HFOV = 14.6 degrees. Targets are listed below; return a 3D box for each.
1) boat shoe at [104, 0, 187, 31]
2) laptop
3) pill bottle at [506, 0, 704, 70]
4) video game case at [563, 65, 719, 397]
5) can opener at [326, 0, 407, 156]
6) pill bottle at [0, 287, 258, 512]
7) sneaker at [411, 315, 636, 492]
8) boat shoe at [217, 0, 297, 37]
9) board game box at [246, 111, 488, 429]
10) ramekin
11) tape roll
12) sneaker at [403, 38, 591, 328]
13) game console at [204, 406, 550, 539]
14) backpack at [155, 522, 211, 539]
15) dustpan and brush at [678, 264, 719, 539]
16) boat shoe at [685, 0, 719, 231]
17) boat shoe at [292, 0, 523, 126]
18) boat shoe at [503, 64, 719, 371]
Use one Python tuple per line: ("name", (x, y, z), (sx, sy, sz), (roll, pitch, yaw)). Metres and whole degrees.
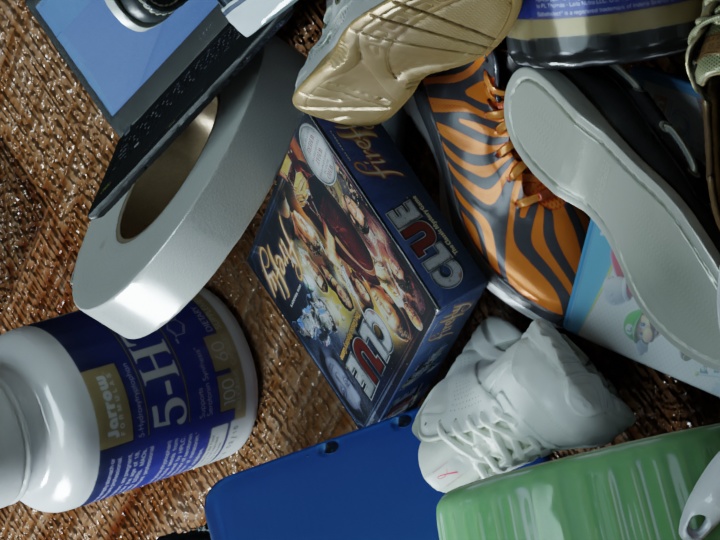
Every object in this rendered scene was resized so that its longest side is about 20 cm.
("boat shoe", (-0.085, -0.221, 1.573), (0.060, 0.201, 0.076), (-7, 142, 41))
("laptop", (-0.122, -0.154, 1.640), (0.103, 0.200, 0.177), (40, 110, -12))
("pill bottle", (0.115, -0.206, 1.372), (0.112, 0.111, 0.201), (5, 107, 51))
("video game case", (0.193, -0.008, 1.386), (0.199, 0.018, 0.144), (24, 104, 43))
("can opener", (0.005, -0.132, 1.601), (0.067, 0.052, 0.201), (-106, 16, -70))
("pill bottle", (-0.175, 0.086, 1.775), (0.119, 0.199, 0.120), (23, 120, 45))
("sneaker", (0.079, 0.083, 1.484), (0.078, 0.099, 0.200), (46, 172, -6))
("boat shoe", (-0.029, -0.196, 1.411), (0.091, 0.071, 0.200), (52, 138, -5))
("board game box", (0.000, 0.000, 1.570), (0.136, 0.034, 0.200), (56, 157, 15))
("ramekin", (0.133, 0.141, 1.414), (0.200, 0.199, 0.098), (-23, 78, 53))
("tape roll", (-0.101, -0.053, 1.657), (0.037, 0.204, 0.203), (32, 146, -19))
("sneaker", (0.082, -0.072, 1.476), (0.201, 0.077, 0.112), (60, 153, 14))
("game console", (0.032, 0.186, 1.591), (0.119, 0.199, 0.171), (-100, -11, -62))
("backpack", (-0.035, 0.241, 1.708), (0.199, 0.134, 0.184), (-5, 99, 53))
("dustpan and brush", (0.206, 0.043, 1.296), (0.201, 0.139, 0.057), (-60, 10, 0))
("boat shoe", (0.193, -0.102, 1.323), (0.075, 0.074, 0.201), (-13, 80, 48))
("boat shoe", (0.021, -0.136, 1.410), (0.200, 0.070, 0.070), (-30, 48, 60))
("boat shoe", (0.148, -0.032, 1.378), (0.200, 0.060, 0.074), (50, 143, 34))
